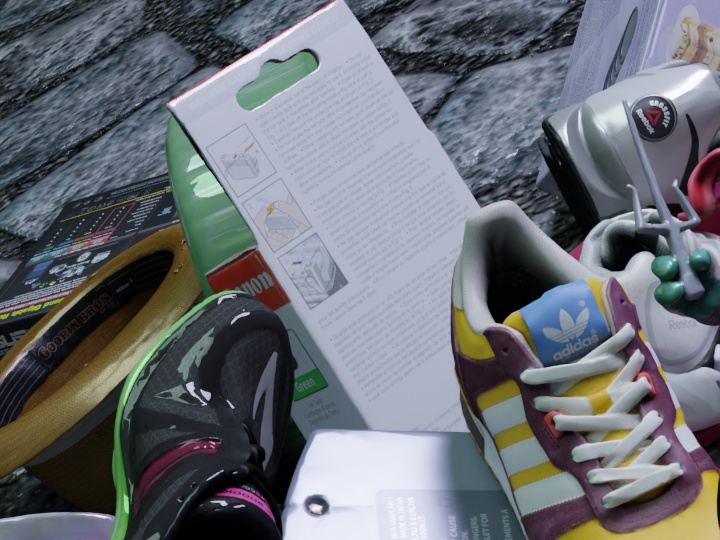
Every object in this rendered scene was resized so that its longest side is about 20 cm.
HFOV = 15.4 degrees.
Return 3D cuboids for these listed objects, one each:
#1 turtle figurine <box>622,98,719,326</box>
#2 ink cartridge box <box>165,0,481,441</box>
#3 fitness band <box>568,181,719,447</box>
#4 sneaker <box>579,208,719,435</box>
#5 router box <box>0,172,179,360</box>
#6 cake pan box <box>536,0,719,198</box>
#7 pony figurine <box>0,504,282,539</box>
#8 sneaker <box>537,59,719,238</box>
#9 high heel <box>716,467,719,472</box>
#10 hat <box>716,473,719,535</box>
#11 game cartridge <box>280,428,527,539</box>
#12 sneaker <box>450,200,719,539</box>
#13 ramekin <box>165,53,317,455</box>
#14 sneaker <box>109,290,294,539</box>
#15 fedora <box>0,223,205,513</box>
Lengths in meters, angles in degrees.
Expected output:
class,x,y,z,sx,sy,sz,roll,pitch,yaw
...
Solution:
class,x,y,z,sx,sy,sz,roll,pitch,yaw
turtle figurine,0.195,-0.007,1.019,0.149,0.200,0.101,-34,-7,11
ink cartridge box,0.000,0.000,1.109,0.109,0.200,0.050,-34,3,-34
fitness band,0.138,0.024,1.230,0.143,0.038,0.200,-13,28,34
sneaker,0.129,0.008,1.113,0.075,0.081,0.200,-20,10,15
router box,-0.112,0.001,1.545,0.199,0.062,0.150,-15,25,31
cake pan box,0.156,-0.146,1.342,0.184,0.052,0.201,134,154,-69
pony figurine,-0.065,0.173,1.034,0.192,0.167,0.200,-18,31,-9
sneaker,0.131,-0.051,1.202,0.088,0.074,0.200,-30,-3,-1
high heel,0.136,0.083,1.061,0.200,0.067,0.096,-22,34,51
hat,0.218,0.074,0.856,0.200,0.201,0.081,-19,8,22
game cartridge,0.032,0.140,0.965,0.133,0.041,0.200,5,42,-8
sneaker,0.082,0.057,0.953,0.075,0.090,0.200,-23,40,-13
ramekin,-0.016,-0.009,1.259,0.097,0.201,0.200,-21,23,7
sneaker,-0.053,0.092,0.961,0.084,0.077,0.201,-20,40,37
fedora,-0.124,0.061,1.384,0.200,0.082,0.201,-37,17,13
